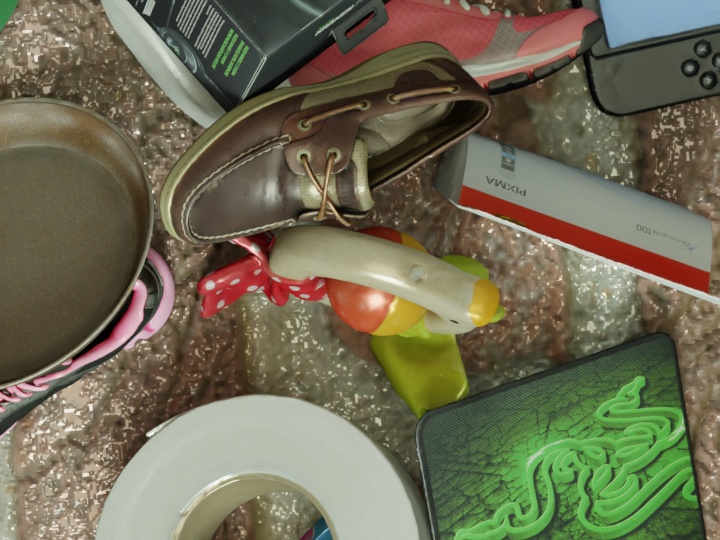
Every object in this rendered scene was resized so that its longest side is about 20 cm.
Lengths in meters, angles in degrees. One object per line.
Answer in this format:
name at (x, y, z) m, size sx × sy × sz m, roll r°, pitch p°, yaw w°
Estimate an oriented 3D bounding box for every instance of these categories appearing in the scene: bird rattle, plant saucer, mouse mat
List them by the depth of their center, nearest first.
plant saucer at (-0.212, -0.011, 1.407) m, size 0.200 × 0.032 × 0.201 m, roll -8°, pitch 60°, yaw 13°
bird rattle at (0.000, 0.000, 1.418) m, size 0.200 × 0.163 × 0.113 m, roll 30°, pitch 73°, yaw -16°
mouse mat at (0.127, 0.138, 1.462) m, size 0.200 × 0.008 × 0.161 m, roll -17°, pitch 103°, yaw -30°

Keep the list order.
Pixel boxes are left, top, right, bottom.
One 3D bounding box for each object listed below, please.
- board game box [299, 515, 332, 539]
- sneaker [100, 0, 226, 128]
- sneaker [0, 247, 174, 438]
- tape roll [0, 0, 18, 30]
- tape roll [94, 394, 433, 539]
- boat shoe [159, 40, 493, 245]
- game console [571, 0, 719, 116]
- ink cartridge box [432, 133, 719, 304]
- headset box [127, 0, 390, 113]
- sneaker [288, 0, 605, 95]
board game box at (-0.039, 0.277, 1.489) m, size 0.153 × 0.040 × 0.200 m, roll 44°, pitch 90°, yaw -7°
sneaker at (-0.117, -0.183, 1.432) m, size 0.088 × 0.075 × 0.200 m, roll -35°, pitch 96°, yaw -13°
sneaker at (-0.201, 0.052, 1.429) m, size 0.200 × 0.095 × 0.079 m, roll -36°, pitch 100°, yaw 0°
tape roll at (-0.292, -0.204, 1.398) m, size 0.200 × 0.048 × 0.201 m, roll 1°, pitch 97°, yaw 9°
tape roll at (-0.056, 0.176, 1.427) m, size 0.202 × 0.071 × 0.203 m, roll -3°, pitch 78°, yaw 12°
boat shoe at (-0.016, -0.064, 1.351) m, size 0.200 × 0.072 × 0.072 m, roll -24°, pitch 129°, yaw -17°
game console at (0.215, -0.204, 1.433) m, size 0.175 × 0.116 × 0.201 m, roll -12°, pitch 95°, yaw -4°
ink cartridge box at (0.132, -0.035, 1.398) m, size 0.160 × 0.200 × 0.047 m, roll 20°, pitch 93°, yaw -7°
headset box at (-0.058, -0.213, 1.374) m, size 0.174 × 0.093 × 0.200 m, roll -40°, pitch 85°, yaw -24°
sneaker at (0.047, -0.143, 1.443) m, size 0.199 × 0.074 × 0.087 m, roll -14°, pitch 92°, yaw 0°
